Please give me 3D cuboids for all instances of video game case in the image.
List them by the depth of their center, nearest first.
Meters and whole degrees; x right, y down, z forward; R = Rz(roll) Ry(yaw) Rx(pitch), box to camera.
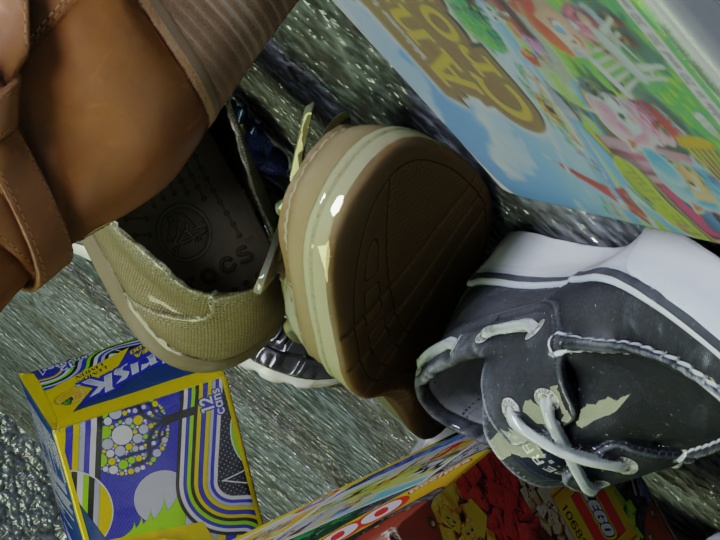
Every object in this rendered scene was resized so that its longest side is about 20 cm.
[{"bbox_3d":[0.019,-0.081,0.637,0.200,0.022,0.182,46,168,-23],"label":"video game case"}]

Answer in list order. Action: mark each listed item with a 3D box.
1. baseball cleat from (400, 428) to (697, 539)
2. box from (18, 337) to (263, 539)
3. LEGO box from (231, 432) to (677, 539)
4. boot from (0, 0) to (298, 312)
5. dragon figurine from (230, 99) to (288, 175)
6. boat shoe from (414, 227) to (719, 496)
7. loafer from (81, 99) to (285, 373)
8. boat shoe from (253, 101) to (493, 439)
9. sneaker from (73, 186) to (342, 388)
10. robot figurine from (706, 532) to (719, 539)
[{"bbox_3d":[0.067,0.101,1.049,0.106,0.070,0.200,51,163,-14],"label":"baseball cleat"},{"bbox_3d":[-0.067,0.127,1.069,0.064,0.070,0.200,-131,26,-64],"label":"box"},{"bbox_3d":[-0.015,0.125,0.914,0.077,0.200,0.149,61,-149,-2],"label":"LEGO box"},{"bbox_3d":[-0.127,-0.088,0.759,0.200,0.155,0.077,46,169,-21],"label":"boot"},{"bbox_3d":[-0.109,-0.079,0.967,0.200,0.059,0.099,42,170,-35],"label":"dragon figurine"},{"bbox_3d":[0.066,0.031,0.782,0.072,0.068,0.200,45,169,-18],"label":"boat shoe"},{"bbox_3d":[-0.080,-0.061,0.892,0.200,0.076,0.067,54,157,-4],"label":"loafer"},{"bbox_3d":[0.000,0.000,0.877,0.063,0.073,0.200,35,168,18],"label":"boat shoe"},{"bbox_3d":[-0.071,-0.019,1.059,0.200,0.074,0.079,39,174,14],"label":"sneaker"},{"bbox_3d":[0.118,0.164,0.869,0.170,0.113,0.200,-99,21,-45],"label":"robot figurine"}]
